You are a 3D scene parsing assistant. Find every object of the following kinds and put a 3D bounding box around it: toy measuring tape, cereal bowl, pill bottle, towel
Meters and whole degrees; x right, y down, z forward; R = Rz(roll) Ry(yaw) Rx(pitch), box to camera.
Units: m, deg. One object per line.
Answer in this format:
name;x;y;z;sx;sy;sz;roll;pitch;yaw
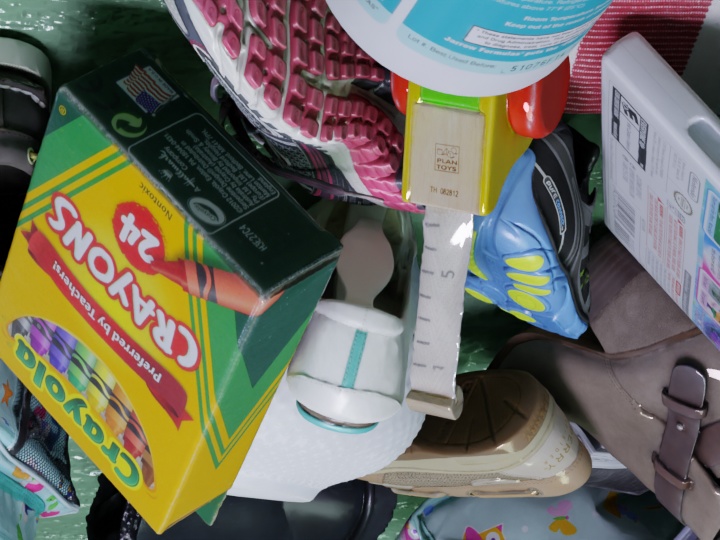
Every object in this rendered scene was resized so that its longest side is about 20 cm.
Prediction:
toy measuring tape;0.047;-0.042;0.987;0.073;0.074;0.202;0;109;-8
cereal bowl;-0.063;0.066;1.180;0.198;0.084;0.200;7;173;1
pill bottle;0.064;-0.151;0.805;0.110;0.112;0.200;7;152;-20
towel;0.168;-0.105;1.015;0.198;0.023;0.144;0;155;-5

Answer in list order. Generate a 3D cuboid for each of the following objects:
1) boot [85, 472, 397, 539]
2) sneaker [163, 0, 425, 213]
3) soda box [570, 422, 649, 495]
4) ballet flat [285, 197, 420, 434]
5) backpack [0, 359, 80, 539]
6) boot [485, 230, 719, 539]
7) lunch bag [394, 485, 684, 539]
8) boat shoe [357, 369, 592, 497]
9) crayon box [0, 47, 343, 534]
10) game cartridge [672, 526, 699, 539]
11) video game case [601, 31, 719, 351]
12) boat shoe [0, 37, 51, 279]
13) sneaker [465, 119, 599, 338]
boot;-0.083;0.160;1.436;0.167;0.077;0.201;1;146;-19
sneaker;-0.030;-0.075;0.981;0.074;0.081;0.200;1;155;28
soda box;0.181;0.054;1.282;0.070;0.064;0.200;13;148;-31
ballet flat;0.000;0.000;1.068;0.069;0.200;0.070;0;115;0
backpack;-0.244;0.079;1.192;0.176;0.152;0.200;-8;148;11
boot;0.141;0.076;1.223;0.070;0.147;0.200;-27;161;-30
lunch bag;0.108;0.164;1.422;0.199;0.122;0.171;-31;164;-27
boat shoe;0.035;0.091;1.261;0.199;0.072;0.065;3;146;52
crayon box;-0.092;0.022;1.020;0.051;0.127;0.201;-31;157;-38
game cartridge;0.211;0.138;1.344;0.200;0.038;0.130;-49;165;4
video game case;0.170;0.004;1.043;0.024;0.182;0.200;-38;162;-8
boat shoe;-0.163;-0.027;1.075;0.071;0.061;0.202;-2;153;-4
sneaker;0.083;-0.022;1.102;0.070;0.083;0.200;25;171;12
